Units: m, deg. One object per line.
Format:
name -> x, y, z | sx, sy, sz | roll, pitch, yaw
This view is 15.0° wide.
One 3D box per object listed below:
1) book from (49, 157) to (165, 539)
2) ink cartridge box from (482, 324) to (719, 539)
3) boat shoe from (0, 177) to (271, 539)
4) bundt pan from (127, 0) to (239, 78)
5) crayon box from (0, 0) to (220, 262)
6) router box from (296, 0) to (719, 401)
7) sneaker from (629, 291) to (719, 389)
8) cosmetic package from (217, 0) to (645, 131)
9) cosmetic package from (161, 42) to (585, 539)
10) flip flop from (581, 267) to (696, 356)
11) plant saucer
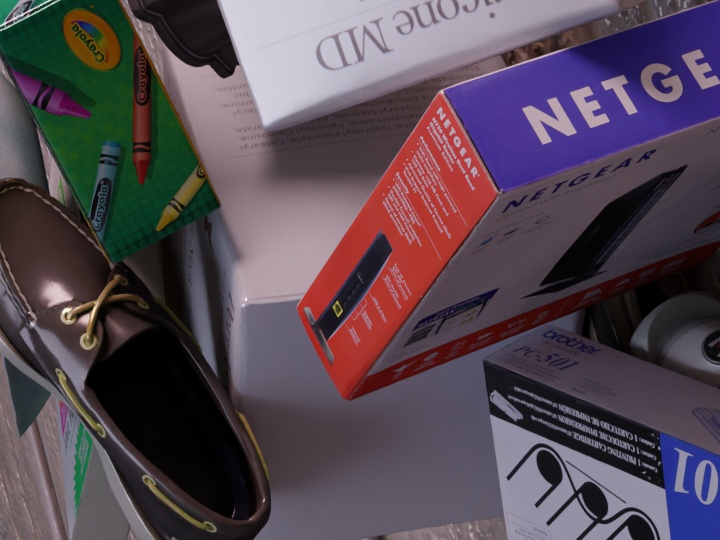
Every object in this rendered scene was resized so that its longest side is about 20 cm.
book -> -0.133, 0.030, 1.400 | 0.201, 0.048, 0.134 | -103, 22, -46
ink cartridge box -> 0.136, 0.096, 1.138 | 0.200, 0.044, 0.094 | 21, 129, 47
boat shoe -> -0.107, 0.038, 1.215 | 0.202, 0.072, 0.061 | 55, 147, 0
bundt pan -> -0.060, -0.195, 1.230 | 0.075, 0.202, 0.203 | -18, 94, 22
crayon box -> -0.129, -0.094, 1.248 | 0.119, 0.058, 0.200 | 64, 176, -22
router box -> 0.091, -0.034, 1.114 | 0.049, 0.199, 0.180 | 61, 150, 16
sneaker -> 0.168, 0.110, 1.208 | 0.089, 0.074, 0.201 | 44, 158, 45
cosmetic package -> 0.026, -0.185, 1.109 | 0.164, 0.165, 0.201 | -18, 96, 24
cosmetic package -> 0.000, 0.000, 1.316 | 0.200, 0.165, 0.168 | -110, 18, -46
flip flop -> 0.125, 0.001, 1.267 | 0.081, 0.057, 0.201 | 130, 131, -71
plant saucer -> -0.169, -0.021, 1.334 | 0.201, 0.038, 0.202 | 169, 90, -82
